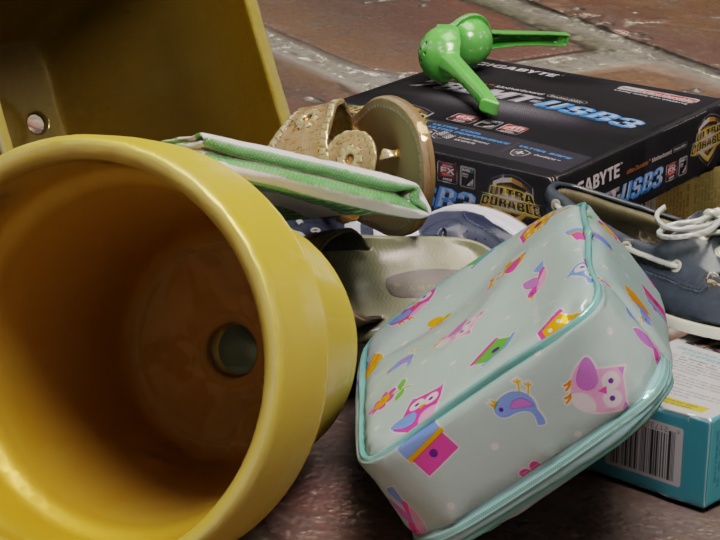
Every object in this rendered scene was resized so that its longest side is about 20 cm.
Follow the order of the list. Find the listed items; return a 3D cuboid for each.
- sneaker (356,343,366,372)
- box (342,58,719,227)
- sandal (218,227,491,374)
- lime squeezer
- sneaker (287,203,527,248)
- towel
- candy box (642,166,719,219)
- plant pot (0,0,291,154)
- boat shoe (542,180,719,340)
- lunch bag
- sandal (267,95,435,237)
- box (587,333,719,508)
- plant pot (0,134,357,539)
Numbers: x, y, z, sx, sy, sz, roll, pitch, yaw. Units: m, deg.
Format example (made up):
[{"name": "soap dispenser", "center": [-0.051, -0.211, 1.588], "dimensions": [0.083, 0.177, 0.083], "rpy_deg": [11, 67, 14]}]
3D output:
[{"name": "sneaker", "center": [-0.070, 0.033, 1.541], "dimensions": [0.199, 0.077, 0.081], "rpy_deg": [6, 42, 0]}, {"name": "box", "center": [0.091, -0.078, 1.732], "dimensions": [0.200, 0.050, 0.198], "rpy_deg": [14, 25, 35]}, {"name": "sandal", "center": [-0.015, 0.006, 1.491], "dimensions": [0.200, 0.057, 0.080], "rpy_deg": [-10, 64, -18]}, {"name": "lime squeezer", "center": [0.077, -0.138, 1.780], "dimensions": [0.070, 0.038, 0.200], "rpy_deg": [4, 17, 16]}, {"name": "sneaker", "center": [0.000, 0.000, 1.624], "dimensions": [0.199, 0.070, 0.108], "rpy_deg": [7, 13, 35]}, {"name": "towel", "center": [-0.076, -0.039, 1.487], "dimensions": [0.152, 0.023, 0.200], "rpy_deg": [10, -10, -36]}, {"name": "candy box", "center": [0.142, -0.048, 1.802], "dimensions": [0.200, 0.056, 0.115], "rpy_deg": [-16, 24, -39]}, {"name": "plant pot", "center": [-0.183, -0.102, 1.717], "dimensions": [0.195, 0.195, 0.200], "rpy_deg": [-16, -1, -34]}, {"name": "boat shoe", "center": [0.178, -0.007, 1.527], "dimensions": [0.075, 0.062, 0.200], "rpy_deg": [-12, 20, -43]}, {"name": "lunch bag", "center": [0.070, 0.052, 1.389], "dimensions": [0.160, 0.077, 0.200], "rpy_deg": [-37, 12, 11]}, {"name": "sandal", "center": [-0.023, -0.056, 1.571], "dimensions": [0.069, 0.078, 0.212], "rpy_deg": [-9, 8, -16]}, {"name": "box", "center": [0.205, 0.064, 1.492], "dimensions": [0.082, 0.049, 0.200], "rpy_deg": [17, 24, 38]}, {"name": "plant pot", "center": [-0.092, 0.039, 1.346], "dimensions": [0.200, 0.202, 0.189], "rpy_deg": [10, 5, 21]}]
